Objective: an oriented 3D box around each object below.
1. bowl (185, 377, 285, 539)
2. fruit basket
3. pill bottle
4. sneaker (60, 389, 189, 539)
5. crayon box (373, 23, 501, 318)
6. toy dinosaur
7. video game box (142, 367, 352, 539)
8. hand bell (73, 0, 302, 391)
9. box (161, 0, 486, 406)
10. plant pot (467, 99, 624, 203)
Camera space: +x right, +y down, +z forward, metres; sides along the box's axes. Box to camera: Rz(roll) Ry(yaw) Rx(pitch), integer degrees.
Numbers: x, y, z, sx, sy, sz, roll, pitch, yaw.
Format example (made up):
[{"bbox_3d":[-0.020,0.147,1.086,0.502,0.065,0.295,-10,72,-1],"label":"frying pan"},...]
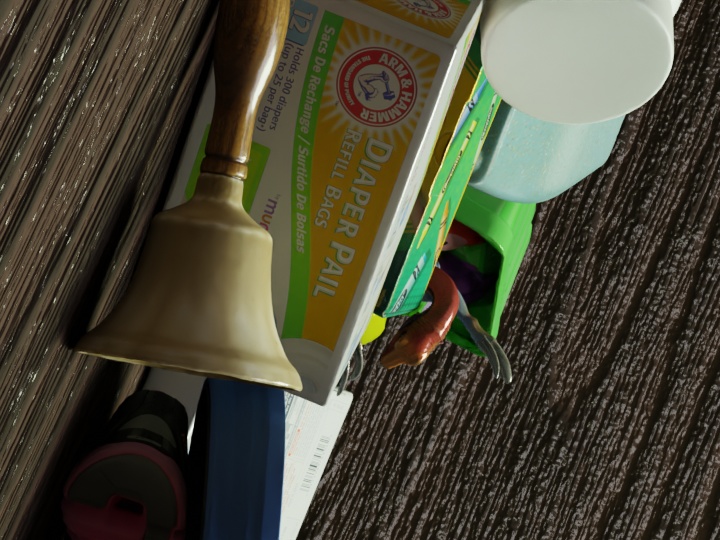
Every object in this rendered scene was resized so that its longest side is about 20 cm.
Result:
[{"bbox_3d":[-0.070,0.148,1.426,0.201,0.039,0.202,-174,-90,-83],"label":"bowl"},{"bbox_3d":[0.020,-0.006,1.867,0.216,0.155,0.216,-54,167,-19],"label":"fruit basket"},{"bbox_3d":[0.111,-0.179,1.441,0.114,0.113,0.201,109,-12,-48],"label":"pill bottle"},{"bbox_3d":[-0.127,0.145,1.476,0.096,0.079,0.201,-82,-169,-52],"label":"sneaker"},{"bbox_3d":[0.008,-0.090,1.549,0.058,0.118,0.201,-8,121,-68],"label":"crayon box"},{"bbox_3d":[0.000,0.000,1.647,0.105,0.201,0.181,-29,-175,-20],"label":"toy dinosaur"},{"bbox_3d":[-0.093,0.145,1.638,0.201,0.047,0.182,-68,156,-2],"label":"video game box"},{"bbox_3d":[-0.060,-0.053,1.257,0.104,0.103,0.201,60,40,-86],"label":"hand bell"},{"bbox_3d":[-0.025,-0.055,1.366,0.101,0.112,0.201,-61,171,-66],"label":"box"},{"bbox_3d":[0.067,-0.153,1.690,0.200,0.195,0.197,-46,159,-61],"label":"plant pot"}]
